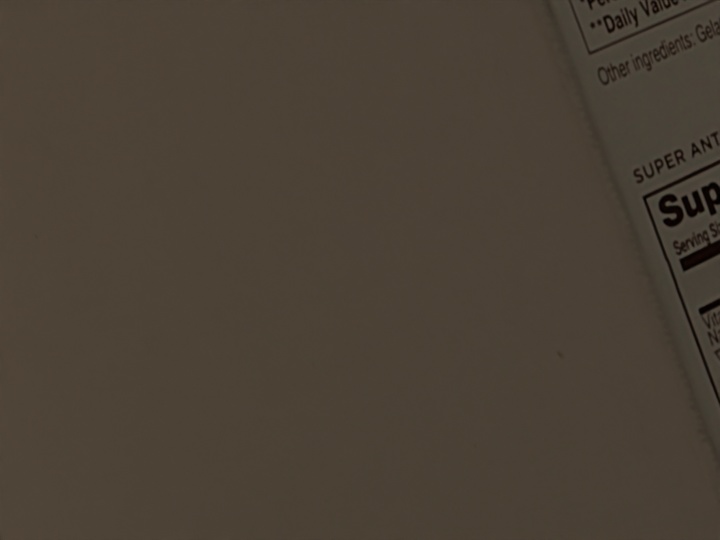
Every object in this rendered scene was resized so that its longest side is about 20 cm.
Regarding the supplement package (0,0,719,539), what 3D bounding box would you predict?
[{"bbox_3d":[0.036,-0.006,0.425,0.147,0.200,0.191,-25,7,-35],"label":"supplement package"}]
